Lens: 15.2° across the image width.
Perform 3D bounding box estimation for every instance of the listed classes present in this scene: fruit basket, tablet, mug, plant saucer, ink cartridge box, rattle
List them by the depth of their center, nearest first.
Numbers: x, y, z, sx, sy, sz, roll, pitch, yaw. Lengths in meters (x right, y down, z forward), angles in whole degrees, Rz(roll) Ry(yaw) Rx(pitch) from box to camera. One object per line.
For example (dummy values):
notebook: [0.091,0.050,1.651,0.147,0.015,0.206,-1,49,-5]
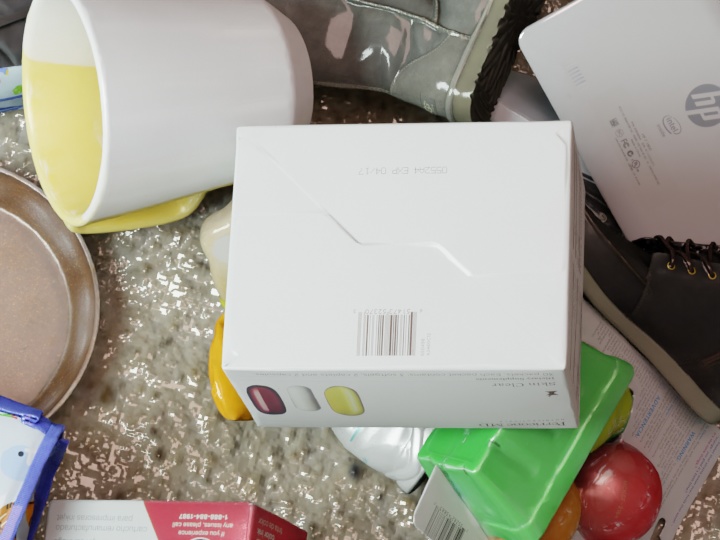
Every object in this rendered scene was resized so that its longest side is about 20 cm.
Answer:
ink cartridge box: [-0.121,0.246,1.637,0.145,0.083,0.201,-2,72,23]
mug: [-0.122,-0.108,1.689,0.153,0.186,0.150,-8,88,-25]
rattle: [0.000,0.000,1.692,0.199,0.143,0.131,-12,108,8]
fruit basket: [0.130,0.129,1.698,0.094,0.200,0.186,14,67,47]
tablet: [0.201,-0.096,1.724,0.130,0.014,0.200,-29,104,6]
plant saucer: [-0.268,0.027,1.742,0.199,0.035,0.201,1,73,-4]

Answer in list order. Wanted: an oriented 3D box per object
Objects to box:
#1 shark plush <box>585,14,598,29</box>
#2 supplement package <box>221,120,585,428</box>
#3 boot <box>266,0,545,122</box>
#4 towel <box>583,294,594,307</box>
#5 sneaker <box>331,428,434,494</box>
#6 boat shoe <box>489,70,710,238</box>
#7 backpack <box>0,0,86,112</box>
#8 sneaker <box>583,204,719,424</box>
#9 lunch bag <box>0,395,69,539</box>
shark plush: [0.173,-0.168,1.742,0.091,0.201,0.083,2,32,35]
supplement package: [0.029,0.005,1.598,0.199,0.111,0.156,-1,69,10]
boot: [0.012,-0.186,1.764,0.199,0.073,0.182,17,64,24]
towel: [0.059,0.008,1.782,0.199,0.018,0.086,26,73,3]
sneaker: [0.050,0.039,1.734,0.080,0.070,0.201,29,84,8]
boat shoe: [0.147,-0.062,1.783,0.199,0.068,0.074,28,28,-7]
backpack: [-0.249,-0.169,1.756,0.199,0.154,0.164,-15,77,-31]
sneaker: [0.202,-0.004,1.709,0.106,0.075,0.200,-39,114,12]
lunch bag: [-0.287,0.156,1.647,0.169,0.124,0.201,20,92,1]
